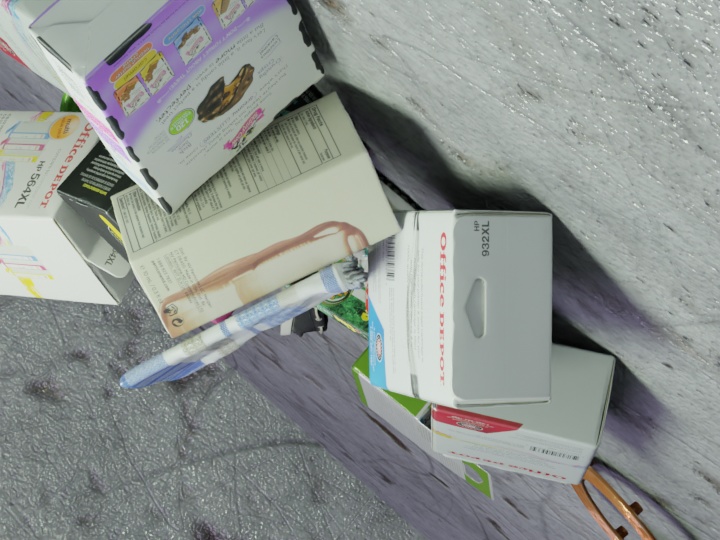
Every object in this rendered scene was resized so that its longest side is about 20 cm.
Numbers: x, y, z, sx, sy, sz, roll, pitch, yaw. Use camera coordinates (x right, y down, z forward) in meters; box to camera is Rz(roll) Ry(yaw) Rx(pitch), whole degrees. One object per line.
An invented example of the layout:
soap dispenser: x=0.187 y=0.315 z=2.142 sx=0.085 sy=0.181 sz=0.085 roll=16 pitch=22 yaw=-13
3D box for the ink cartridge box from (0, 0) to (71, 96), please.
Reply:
ink cartridge box: x=-0.210 y=-0.223 z=1.520 sx=0.200 sy=0.145 sz=0.145 roll=34 pitch=167 yaw=33

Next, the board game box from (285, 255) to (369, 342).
board game box: x=0.000 y=0.000 z=1.792 sx=0.200 sy=0.105 sz=0.023 roll=32 pitch=163 yaw=42

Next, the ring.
ring: x=0.280 y=0.266 z=2.034 sx=0.201 sy=0.019 sz=0.200 roll=50 pitch=171 yaw=10

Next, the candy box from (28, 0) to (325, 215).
candy box: x=-0.128 y=-0.159 z=1.406 sx=0.072 sy=0.168 sz=0.200 roll=41 pitch=169 yaw=27

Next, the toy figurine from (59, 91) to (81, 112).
toy figurine: x=-0.152 y=-0.129 z=1.811 sx=0.184 sy=0.151 sz=0.200 roll=26 pitch=-174 yaw=23

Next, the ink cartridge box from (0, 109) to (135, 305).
ink cartridge box: x=-0.276 y=-0.059 z=1.745 sx=0.199 sy=0.129 sz=0.125 roll=3 pitch=144 yaw=32

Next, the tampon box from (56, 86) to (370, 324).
tampon box: x=-0.125 y=-0.083 z=1.639 sx=0.150 sy=0.200 sz=0.126 roll=46 pitch=168 yaw=-28

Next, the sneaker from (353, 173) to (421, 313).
sneaker: x=0.019 y=-0.014 z=1.696 sx=0.200 sy=0.093 sz=0.070 roll=39 pitch=169 yaw=7

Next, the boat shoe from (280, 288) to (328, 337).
boat shoe: x=-0.057 y=0.019 z=2.184 sx=0.060 sy=0.074 sz=0.200 roll=1 pitch=150 yaw=-6

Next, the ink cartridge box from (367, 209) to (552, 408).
ink cartridge box: x=0.074 y=0.025 z=1.499 sx=0.083 sy=0.146 sz=0.200 roll=0 pitch=-178 yaw=-18

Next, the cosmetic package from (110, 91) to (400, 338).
cosmetic package: x=-0.083 y=-0.044 z=1.505 sx=0.103 sy=0.199 sz=0.087 roll=-113 pitch=-2 yaw=-54

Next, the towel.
towel: x=-0.089 y=0.045 z=1.553 sx=0.024 sy=0.200 sz=0.147 roll=63 pitch=-174 yaw=3

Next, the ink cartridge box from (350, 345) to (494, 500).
ink cartridge box: x=0.092 y=0.163 z=2.201 sx=0.200 sy=0.076 sz=0.148 roll=37 pitch=168 yaw=16

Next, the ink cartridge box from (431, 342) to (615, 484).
ink cartridge box: x=0.140 y=0.121 z=1.709 sx=0.145 sy=0.083 sz=0.200 roll=12 pitch=166 yaw=5
